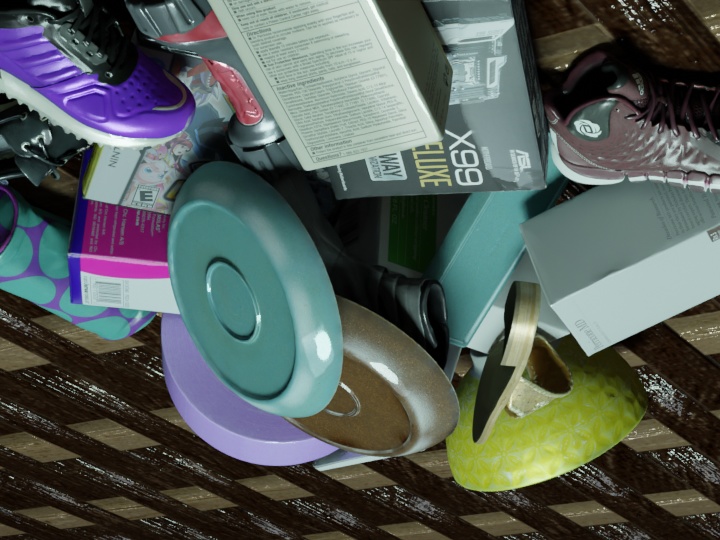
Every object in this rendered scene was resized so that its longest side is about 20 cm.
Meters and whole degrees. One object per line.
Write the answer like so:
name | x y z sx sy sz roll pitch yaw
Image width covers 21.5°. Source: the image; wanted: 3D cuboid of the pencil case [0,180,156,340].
pencil case | -0.262 -0.007 1.638 0.092 0.085 0.200 35 -178 42

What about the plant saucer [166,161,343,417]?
plant saucer | -0.086 0.019 1.396 0.027 0.201 0.200 -23 173 -34

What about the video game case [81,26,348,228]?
video game case | -0.091 -0.099 1.411 0.198 0.026 0.181 11 139 -16

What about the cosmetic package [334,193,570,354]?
cosmetic package | 0.072 -0.009 1.551 0.199 0.108 0.085 17 151 -31

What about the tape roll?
tape roll | -0.070 0.060 1.614 0.198 0.202 0.066 5 158 -3

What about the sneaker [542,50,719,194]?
sneaker | 0.220 -0.110 1.341 0.198 0.076 0.116 -4 152 20

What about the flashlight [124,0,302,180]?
flashlight | -0.095 -0.138 1.294 0.067 0.068 0.200 20 155 33

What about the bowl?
bowl | 0.158 0.109 1.775 0.199 0.200 0.108 -13 109 34

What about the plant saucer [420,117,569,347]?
plant saucer | 0.103 -0.027 1.461 0.070 0.019 0.201 19 113 -31

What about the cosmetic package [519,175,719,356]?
cosmetic package | 0.233 -0.026 1.441 0.199 0.082 0.113 -29 148 12

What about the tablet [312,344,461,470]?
tablet | 0.034 0.085 1.666 0.129 0.201 0.014 -15 131 37

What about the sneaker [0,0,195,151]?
sneaker | -0.196 -0.156 1.276 0.199 0.070 0.100 24 135 -12

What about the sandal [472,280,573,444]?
sandal | 0.139 0.083 1.527 0.069 0.078 0.212 8 147 -2

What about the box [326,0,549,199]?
box | 0.041 -0.131 1.302 0.156 0.050 0.201 -1 144 12

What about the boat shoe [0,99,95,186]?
boat shoe | -0.257 -0.095 1.456 0.198 0.067 0.075 -5 153 17

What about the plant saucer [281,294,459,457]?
plant saucer | -0.020 0.085 1.463 0.199 0.032 0.201 21 148 14

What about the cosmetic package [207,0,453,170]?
cosmetic package | -0.026 -0.163 1.172 0.103 0.073 0.201 -10 132 21

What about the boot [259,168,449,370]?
boot | 0.000 0.000 1.418 0.131 0.070 0.201 13 145 29

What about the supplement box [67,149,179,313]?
supplement box | -0.133 -0.026 1.552 0.198 0.104 0.101 7 156 -4
